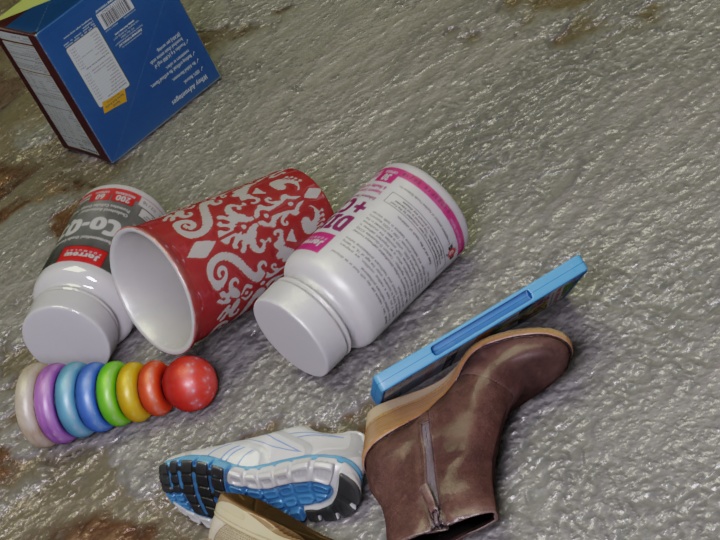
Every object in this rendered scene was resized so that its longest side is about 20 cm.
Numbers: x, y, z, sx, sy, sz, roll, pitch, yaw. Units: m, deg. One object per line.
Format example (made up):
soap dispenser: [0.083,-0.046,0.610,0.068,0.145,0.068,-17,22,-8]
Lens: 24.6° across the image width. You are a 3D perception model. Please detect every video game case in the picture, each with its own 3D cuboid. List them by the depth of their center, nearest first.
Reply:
video game case: [0.098,0.055,1.419,0.200,0.018,0.143,-30,-9,-6]

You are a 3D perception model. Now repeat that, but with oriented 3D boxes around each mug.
mug: [-0.142,-0.016,1.656,0.200,0.134,0.177,-28,11,-34]

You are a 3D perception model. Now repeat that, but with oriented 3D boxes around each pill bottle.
pill bottle: [0.000,0.000,1.562,0.200,0.114,0.113,-44,36,-25]
pill bottle: [-0.280,0.010,1.758,0.113,0.114,0.200,-12,35,24]

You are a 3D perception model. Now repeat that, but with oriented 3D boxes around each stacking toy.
stacking toy: [-0.232,0.122,1.610,0.199,0.086,0.086,-8,36,17]

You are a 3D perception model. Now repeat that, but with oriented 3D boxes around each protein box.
protein box: [-0.326,-0.283,2.126,0.198,0.200,0.135,-42,35,-22]

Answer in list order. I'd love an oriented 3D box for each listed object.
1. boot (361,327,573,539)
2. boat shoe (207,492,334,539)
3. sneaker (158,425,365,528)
boot: [0.098,0.143,1.340,0.199,0.072,0.167,-27,37,10]
boat shoe: [-0.046,0.242,1.309,0.200,0.071,0.065,23,92,42]
sneaker: [-0.079,0.172,1.431,0.199,0.075,0.087,-3,31,23]
